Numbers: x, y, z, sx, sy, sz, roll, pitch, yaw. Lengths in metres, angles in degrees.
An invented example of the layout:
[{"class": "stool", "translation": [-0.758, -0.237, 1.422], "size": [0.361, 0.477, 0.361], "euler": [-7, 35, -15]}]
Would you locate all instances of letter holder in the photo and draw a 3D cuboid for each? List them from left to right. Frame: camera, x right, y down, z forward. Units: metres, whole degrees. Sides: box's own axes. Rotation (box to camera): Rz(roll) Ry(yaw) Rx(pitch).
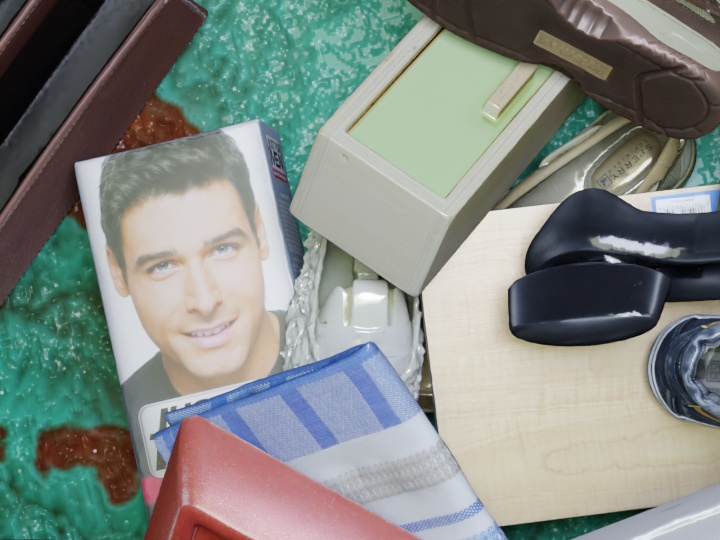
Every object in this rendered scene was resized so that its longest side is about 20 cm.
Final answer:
[{"class": "letter holder", "translation": [-0.184, -0.085, 1.446], "size": [0.100, 0.142, 0.200], "euler": [36, 92, 9]}]

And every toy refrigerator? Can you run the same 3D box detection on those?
[{"class": "toy refrigerator", "translation": [0.055, -0.086, 1.392], "size": [0.076, 0.070, 0.200], "euler": [34, 51, 9]}]

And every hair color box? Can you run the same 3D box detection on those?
[{"class": "hair color box", "translation": [-0.072, 0.034, 1.463], "size": [0.098, 0.061, 0.201], "euler": [-13, 84, 8]}]

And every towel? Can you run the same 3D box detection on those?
[{"class": "towel", "translation": [0.003, 0.135, 1.383], "size": [0.146, 0.024, 0.200], "euler": [-20, 109, 36]}]

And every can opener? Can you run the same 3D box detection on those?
[{"class": "can opener", "translation": [0.166, -0.004, 1.342], "size": [0.199, 0.063, 0.079], "euler": [-7, 67, 18]}]

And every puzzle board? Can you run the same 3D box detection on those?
[{"class": "puzzle board", "translation": [0.132, 0.039, 1.407], "size": [0.199, 0.017, 0.152], "euler": [-7, 90, -3]}]

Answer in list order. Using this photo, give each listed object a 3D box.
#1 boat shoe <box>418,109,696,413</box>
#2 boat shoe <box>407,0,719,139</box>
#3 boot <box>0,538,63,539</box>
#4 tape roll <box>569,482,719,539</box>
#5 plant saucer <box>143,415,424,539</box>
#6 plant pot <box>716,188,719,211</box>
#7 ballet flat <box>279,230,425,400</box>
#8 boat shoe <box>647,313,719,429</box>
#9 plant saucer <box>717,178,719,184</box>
[{"class": "boat shoe", "translation": [0.085, -0.009, 1.442], "size": [0.200, 0.063, 0.073], "euler": [-40, 82, 4]}, {"class": "boat shoe", "translation": [0.089, -0.139, 1.355], "size": [0.202, 0.075, 0.075], "euler": [33, 52, -8]}, {"class": "boot", "translation": [-0.225, 0.164, 1.458], "size": [0.199, 0.097, 0.075], "euler": [-7, 85, 7]}, {"class": "tape roll", "translation": [0.181, 0.199, 1.345], "size": [0.139, 0.203, 0.204], "euler": [-22, 83, 7]}, {"class": "plant saucer", "translation": [-0.029, 0.192, 1.399], "size": [0.199, 0.037, 0.200], "euler": [29, 130, 11]}, {"class": "plant pot", "translation": [0.283, -0.113, 1.333], "size": [0.199, 0.182, 0.200], "euler": [13, 71, 6]}, {"class": "ballet flat", "translation": [0.000, 0.000, 1.412], "size": [0.071, 0.072, 0.201], "euler": [-1, 65, 8]}, {"class": "boat shoe", "translation": [0.237, 0.057, 1.359], "size": [0.199, 0.091, 0.071], "euler": [3, 90, -4]}, {"class": "plant saucer", "translation": [0.267, -0.006, 1.432], "size": [0.199, 0.031, 0.201], "euler": [-1, 86, 8]}]
